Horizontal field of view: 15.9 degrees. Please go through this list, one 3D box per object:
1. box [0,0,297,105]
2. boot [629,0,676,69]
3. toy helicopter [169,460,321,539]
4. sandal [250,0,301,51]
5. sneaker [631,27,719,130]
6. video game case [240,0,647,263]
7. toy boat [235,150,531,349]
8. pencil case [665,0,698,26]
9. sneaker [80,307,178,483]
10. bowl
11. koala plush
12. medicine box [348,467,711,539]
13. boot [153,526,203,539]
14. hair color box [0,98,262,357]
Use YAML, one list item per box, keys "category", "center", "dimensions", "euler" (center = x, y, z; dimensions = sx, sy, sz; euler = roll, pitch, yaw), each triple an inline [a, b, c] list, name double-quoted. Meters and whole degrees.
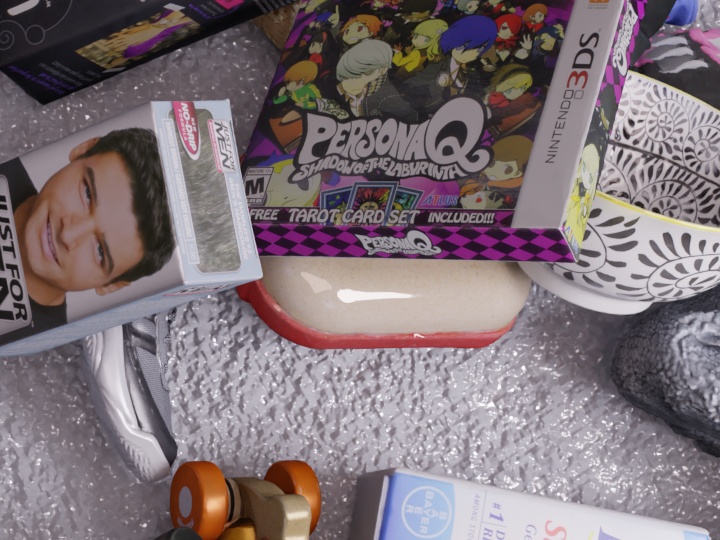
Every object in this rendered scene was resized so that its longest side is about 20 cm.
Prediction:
- category: "box"
  center: [-0.127, -0.195, 1.485]
  dimensions: [0.199, 0.106, 0.123]
  euler: [-21, 80, 4]
- category: "boot"
  center: [0.160, -0.223, 1.471]
  dimensions: [0.163, 0.073, 0.198]
  euler: [-51, 139, -2]
- category: "toy helicopter"
  center: [-0.042, 0.193, 1.446]
  dimensions: [0.078, 0.200, 0.133]
  euler: [2, 105, -30]
- category: "sandal"
  center: [-0.035, -0.169, 1.565]
  dimensions: [0.069, 0.078, 0.213]
  euler: [-12, 77, 18]
- category: "sneaker"
  center: [0.248, -0.094, 1.597]
  dimensions: [0.198, 0.087, 0.081]
  euler: [-1, 53, 9]
- category: "video game case"
  center: [0.041, -0.086, 1.397]
  dimensions: [0.199, 0.036, 0.182]
  euler: [2, 54, 25]
- category: "toy boat"
  center: [0.000, 0.000, 1.512]
  dimensions: [0.199, 0.131, 0.131]
  euler: [1, 59, -32]
- category: "pencil case"
  center: [0.111, -0.167, 1.573]
  dimensions: [0.199, 0.087, 0.078]
  euler: [-16, 74, -14]
- category: "sneaker"
  center: [-0.114, 0.016, 1.507]
  dimensions: [0.113, 0.075, 0.201]
  euler: [-16, 84, -10]
- category: "bowl"
  center: [0.144, -0.037, 1.476]
  dimensions: [0.199, 0.201, 0.095]
  euler: [16, 116, -9]
- category: "koala plush"
  center: [0.265, 0.018, 1.542]
  dimensions: [0.183, 0.177, 0.201]
  euler: [25, 83, 3]
- category: "medicine box"
  center: [0.086, 0.223, 1.510]
  dimensions: [0.199, 0.103, 0.184]
  euler: [11, 81, -9]
- category: "boot"
  center: [-0.146, 0.249, 1.444]
  dimensions: [0.173, 0.069, 0.201]
  euler: [-22, 71, 23]
- category: "hair color box"
  center: [-0.148, -0.020, 1.408]
  dimensions: [0.060, 0.199, 0.100]
  euler: [-4, 80, -47]
